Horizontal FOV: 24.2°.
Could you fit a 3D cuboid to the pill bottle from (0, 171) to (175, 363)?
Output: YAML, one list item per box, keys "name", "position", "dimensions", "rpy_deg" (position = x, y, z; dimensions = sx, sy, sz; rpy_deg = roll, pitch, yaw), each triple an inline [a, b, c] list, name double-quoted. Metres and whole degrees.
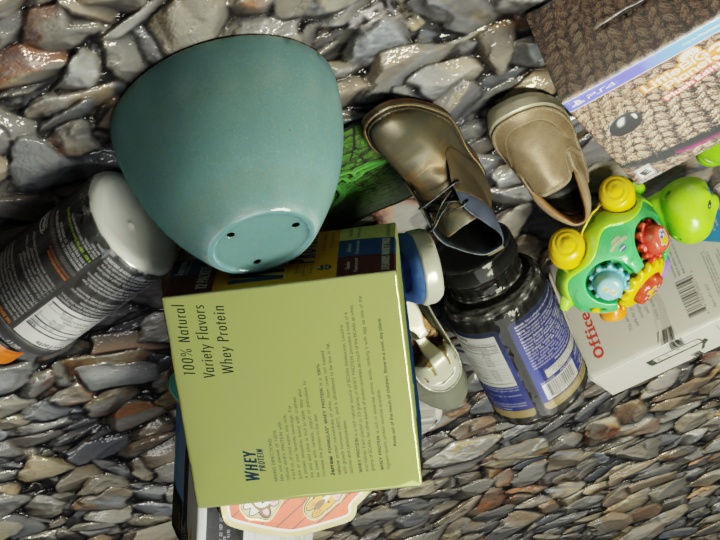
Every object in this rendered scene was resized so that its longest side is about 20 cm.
- name: "pill bottle"
  position: [-0.266, 0.006, 1.483]
  dimensions: [0.199, 0.107, 0.106]
  rpy_deg: [-33, 149, 27]

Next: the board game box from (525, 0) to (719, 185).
- name: "board game box"
  position: [0.263, -0.183, 1.468]
  dimensions: [0.159, 0.098, 0.200]
  rpy_deg: [-28, 151, 18]

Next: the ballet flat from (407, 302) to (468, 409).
- name: "ballet flat"
  position: [0.060, 0.074, 1.740]
  dimensions: [0.067, 0.064, 0.201]
  rpy_deg: [-37, 114, -10]

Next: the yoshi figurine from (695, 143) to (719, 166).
- name: "yoshi figurine"
  position: [0.392, -0.157, 1.598]
  dimensions: [0.199, 0.113, 0.112]
  rpy_deg: [-33, 133, 31]

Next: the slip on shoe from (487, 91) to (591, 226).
- name: "slip on shoe"
  position: [0.176, -0.103, 1.600]
  dimensions: [0.075, 0.061, 0.200]
  rpy_deg: [-23, 152, 9]

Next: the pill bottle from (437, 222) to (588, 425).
- name: "pill bottle"
  position: [0.153, 0.053, 1.741]
  dimensions: [0.111, 0.112, 0.201]
  rpy_deg: [-23, 120, 9]

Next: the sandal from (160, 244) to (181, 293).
- name: "sandal"
  position: [-0.150, 0.006, 1.603]
  dimensions: [0.054, 0.080, 0.201]
  rpy_deg: [-31, 153, -23]

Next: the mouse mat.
- name: "mouse mat"
  position: [-0.046, -0.070, 1.584]
  dimensions: [0.198, 0.008, 0.161]
  rpy_deg: [-24, 152, 13]

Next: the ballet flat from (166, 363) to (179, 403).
- name: "ballet flat"
  position: [-0.097, 0.061, 1.596]
  dimensions: [0.200, 0.068, 0.072]
  rpy_deg: [-39, 178, 12]

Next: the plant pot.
- name: "plant pot"
  position: [-0.098, -0.079, 1.397]
  dimensions: [0.198, 0.136, 0.201]
  rpy_deg: [-14, 151, -8]

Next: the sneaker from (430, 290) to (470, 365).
- name: "sneaker"
  position: [0.092, 0.056, 1.827]
  dimensions: [0.198, 0.078, 0.080]
  rpy_deg: [13, 97, -25]

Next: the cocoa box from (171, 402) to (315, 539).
- name: "cocoa box"
  position: [-0.124, 0.202, 1.781]
  dimensions: [0.132, 0.131, 0.202]
  rpy_deg: [-1, 105, -18]

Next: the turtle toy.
- name: "turtle toy"
  position: [0.280, -0.027, 1.730]
  dimensions: [0.200, 0.101, 0.146]
  rpy_deg: [-45, 158, -6]

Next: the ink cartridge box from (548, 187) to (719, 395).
- name: "ink cartridge box"
  position: [0.324, 0.024, 1.826]
  dimensions: [0.199, 0.147, 0.084]
  rpy_deg: [-26, 153, 17]

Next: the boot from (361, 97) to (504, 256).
- name: "boot"
  position: [0.075, -0.084, 1.530]
  dimensions: [0.074, 0.098, 0.200]
  rpy_deg: [-35, 148, 17]

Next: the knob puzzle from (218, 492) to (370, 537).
- name: "knob puzzle"
  position: [-0.061, 0.191, 1.709]
  dimensions: [0.217, 0.030, 0.222]
  rpy_deg: [-7, 108, -21]

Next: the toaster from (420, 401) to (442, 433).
- name: "toaster"
  position: [0.001, 0.141, 1.855]
  dimensions: [0.128, 0.115, 0.199]
  rpy_deg: [-1, 165, -37]

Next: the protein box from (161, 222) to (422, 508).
- name: "protein box"
  position: [-0.054, 0.081, 1.474]
  dimensions: [0.198, 0.135, 0.201]
  rpy_deg: [-7, 108, 4]

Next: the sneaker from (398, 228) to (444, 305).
- name: "sneaker"
  position: [0.000, 0.001, 1.585]
  dimensions: [0.110, 0.078, 0.200]
  rpy_deg: [-14, -167, -17]
